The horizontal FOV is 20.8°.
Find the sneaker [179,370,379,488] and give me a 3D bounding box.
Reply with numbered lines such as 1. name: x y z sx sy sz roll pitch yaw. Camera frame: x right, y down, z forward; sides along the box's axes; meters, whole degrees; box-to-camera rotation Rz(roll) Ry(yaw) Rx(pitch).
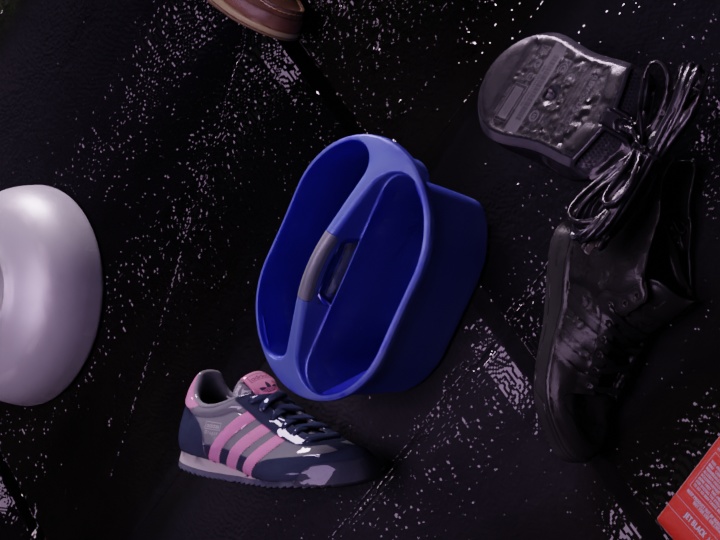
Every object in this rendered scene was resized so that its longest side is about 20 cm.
1. sneaker: -0.067 0.120 1.491 0.200 0.070 0.082 3 92 42

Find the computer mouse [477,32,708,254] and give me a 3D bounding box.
1. computer mouse: 0.151 -0.096 1.313 0.139 0.053 0.200 -56 36 4

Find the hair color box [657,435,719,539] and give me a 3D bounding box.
1. hair color box: 0.277 0.093 1.158 0.064 0.111 0.200 50 118 34

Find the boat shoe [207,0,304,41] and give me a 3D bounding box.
1. boat shoe: -0.103 -0.258 1.571 0.200 0.072 0.068 52 121 36

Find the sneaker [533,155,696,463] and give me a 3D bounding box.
1. sneaker: 0.173 0.027 1.295 0.104 0.060 0.200 -5 79 47

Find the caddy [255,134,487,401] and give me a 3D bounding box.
1. caddy: 0.000 0.000 1.426 0.141 0.105 0.200 37 111 40

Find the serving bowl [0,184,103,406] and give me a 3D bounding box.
1. serving bowl: -0.317 0.021 1.748 0.200 0.066 0.201 -4 84 42
